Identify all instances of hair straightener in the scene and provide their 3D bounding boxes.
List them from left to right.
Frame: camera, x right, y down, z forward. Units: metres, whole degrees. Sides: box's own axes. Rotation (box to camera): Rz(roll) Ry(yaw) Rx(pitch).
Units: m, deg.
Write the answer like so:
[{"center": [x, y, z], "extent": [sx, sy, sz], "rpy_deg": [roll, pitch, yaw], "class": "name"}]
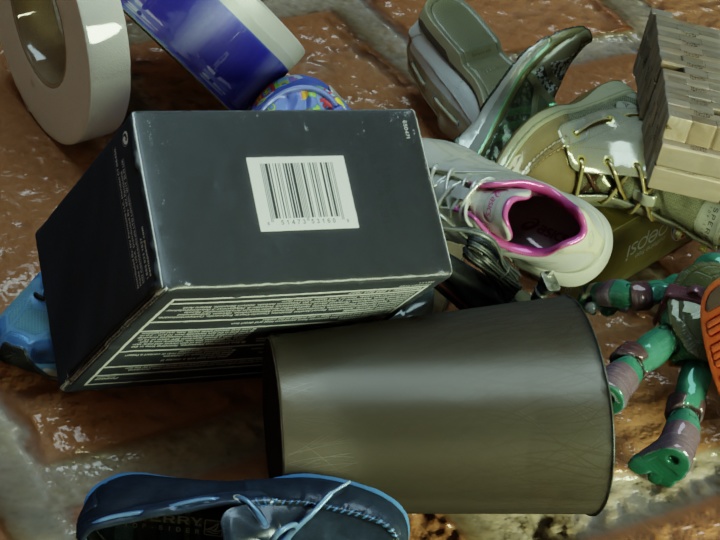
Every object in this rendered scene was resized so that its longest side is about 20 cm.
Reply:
[{"center": [0.095, 0.005, 1.353], "extent": [0.077, 0.200, 0.041], "rpy_deg": [-23, 46, 26], "class": "hair straightener"}]

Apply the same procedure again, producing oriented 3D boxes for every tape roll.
[{"center": [-0.238, -0.198, 1.566], "extent": [0.037, 0.203, 0.203], "rpy_deg": [-19, 43, -26], "class": "tape roll"}]

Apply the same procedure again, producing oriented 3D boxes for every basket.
[{"center": [0.042, 0.092, 1.273], "extent": [0.199, 0.137, 0.180], "rpy_deg": [-4, 17, -9], "class": "basket"}]

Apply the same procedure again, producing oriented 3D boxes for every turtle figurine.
[{"center": [0.220, 0.046, 1.384], "extent": [0.149, 0.101, 0.200], "rpy_deg": [32, 49, 5], "class": "turtle figurine"}]

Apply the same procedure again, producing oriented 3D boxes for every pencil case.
[{"center": [-0.044, -0.105, 1.512], "extent": [0.087, 0.078, 0.200], "rpy_deg": [-30, 8, 1], "class": "pencil case"}]

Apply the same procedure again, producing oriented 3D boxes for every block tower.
[{"center": [0.236, -0.124, 1.461], "extent": [0.058, 0.054, 0.200], "rpy_deg": [13, 31, -5], "class": "block tower"}]

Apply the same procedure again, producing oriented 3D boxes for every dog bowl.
[{"center": [-0.142, -0.216, 1.615], "extent": [0.079, 0.200, 0.200], "rpy_deg": [-46, 50, 1], "class": "dog bowl"}]

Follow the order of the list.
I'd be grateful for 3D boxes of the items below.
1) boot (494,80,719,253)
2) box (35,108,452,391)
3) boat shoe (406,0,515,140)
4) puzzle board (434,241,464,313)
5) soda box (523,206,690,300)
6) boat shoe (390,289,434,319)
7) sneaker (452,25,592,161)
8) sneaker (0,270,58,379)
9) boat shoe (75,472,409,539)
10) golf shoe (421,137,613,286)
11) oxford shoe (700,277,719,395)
[{"center": [0.196, -0.061, 1.464], "extent": [0.154, 0.072, 0.200], "rpy_deg": [32, 41, 26], "class": "boot"}, {"center": [-0.082, -0.012, 1.289], "extent": [0.199, 0.198, 0.124], "rpy_deg": [-2, 70, -29], "class": "box"}, {"center": [0.105, -0.134, 1.659], "extent": [0.075, 0.068, 0.200], "rpy_deg": [-12, 60, -34], "class": "boat shoe"}, {"center": [-0.031, -0.001, 1.489], "extent": [0.199, 0.017, 0.151], "rpy_deg": [13, 36, 8], "class": "puzzle board"}, {"center": [0.212, -0.047, 1.561], "extent": [0.068, 0.064, 0.200], "rpy_deg": [33, 43, 30], "class": "soda box"}, {"center": [0.002, 0.000, 1.437], "extent": [0.074, 0.065, 0.202], "rpy_deg": [-18, 37, -14], "class": "boat shoe"}, {"center": [0.129, -0.099, 1.564], "extent": [0.089, 0.200, 0.077], "rpy_deg": [37, -3, 6], "class": "sneaker"}, {"center": [-0.197, -0.003, 1.393], "extent": [0.078, 0.090, 0.200], "rpy_deg": [17, 38, 14], "class": "sneaker"}, {"center": [-0.072, 0.167, 1.196], "extent": [0.199, 0.084, 0.069], "rpy_deg": [-3, 18, 10], "class": "boat shoe"}, {"center": [0.077, -0.050, 1.371], "extent": [0.199, 0.076, 0.092], "rpy_deg": [17, -5, 11], "class": "golf shoe"}, {"center": [0.295, 0.084, 1.331], "extent": [0.200, 0.071, 0.073], "rpy_deg": [58, 39, -3], "class": "oxford shoe"}]
